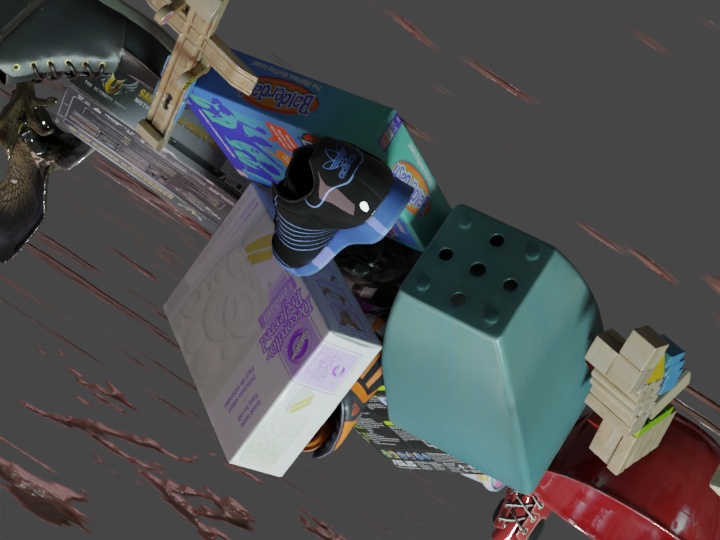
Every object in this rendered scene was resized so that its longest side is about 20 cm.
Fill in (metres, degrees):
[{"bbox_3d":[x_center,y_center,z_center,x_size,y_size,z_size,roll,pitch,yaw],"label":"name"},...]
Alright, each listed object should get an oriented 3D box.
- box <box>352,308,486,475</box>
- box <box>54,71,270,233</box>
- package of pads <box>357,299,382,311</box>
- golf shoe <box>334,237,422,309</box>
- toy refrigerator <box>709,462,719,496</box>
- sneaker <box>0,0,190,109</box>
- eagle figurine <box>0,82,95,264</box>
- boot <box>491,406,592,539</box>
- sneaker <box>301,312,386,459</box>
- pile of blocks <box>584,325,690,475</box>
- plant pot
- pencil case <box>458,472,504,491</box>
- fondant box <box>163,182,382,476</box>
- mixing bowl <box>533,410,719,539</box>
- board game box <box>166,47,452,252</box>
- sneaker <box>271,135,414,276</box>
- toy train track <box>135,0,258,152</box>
[{"bbox_3d":[0.036,0.114,1.503,0.193,0.048,0.199,46,154,-20],"label":"box"},{"bbox_3d":[-0.181,-0.115,1.502,0.199,0.049,0.158,35,166,-8],"label":"box"},{"bbox_3d":[0.047,0.078,1.597,0.120,0.076,0.200,22,162,27],"label":"package of pads"},{"bbox_3d":[0.000,0.000,1.440,0.094,0.078,0.199,42,164,-32],"label":"golf shoe"},{"bbox_3d":[0.365,0.196,1.310,0.200,0.076,0.070,42,163,-35],"label":"toy refrigerator"},{"bbox_3d":[-0.224,-0.168,1.304,0.199,0.107,0.075,36,165,-13],"label":"sneaker"},{"bbox_3d":[-0.336,-0.112,1.664,0.201,0.151,0.152,92,157,-55],"label":"eagle figurine"},{"bbox_3d":[0.173,0.196,1.576,0.072,0.145,0.200,29,164,18],"label":"boot"},{"bbox_3d":[-0.039,0.107,1.394,0.077,0.112,0.200,40,154,-1],"label":"sneaker"},{"bbox_3d":[0.212,0.083,1.291,0.062,0.082,0.200,42,160,25],"label":"pile of blocks"},{"bbox_3d":[0.102,0.050,1.278,0.141,0.142,0.200,26,158,22],"label":"plant pot"},{"bbox_3d":[0.084,0.164,1.778,0.199,0.084,0.091,25,-174,24],"label":"pencil case"},{"bbox_3d":[-0.077,0.045,1.333,0.058,0.145,0.200,20,-154,-38],"label":"fondant box"},{"bbox_3d":[0.253,0.185,1.442,0.199,0.109,0.200,31,165,9],"label":"mixing bowl"},{"bbox_3d":[-0.038,-0.098,1.265,0.199,0.045,0.152,23,162,31],"label":"board game box"},{"bbox_3d":[-0.033,-0.051,1.193,0.078,0.070,0.200,38,157,-13],"label":"sneaker"},{"bbox_3d":[-0.140,-0.145,1.213,0.115,0.033,0.200,44,147,6],"label":"toy train track"}]
